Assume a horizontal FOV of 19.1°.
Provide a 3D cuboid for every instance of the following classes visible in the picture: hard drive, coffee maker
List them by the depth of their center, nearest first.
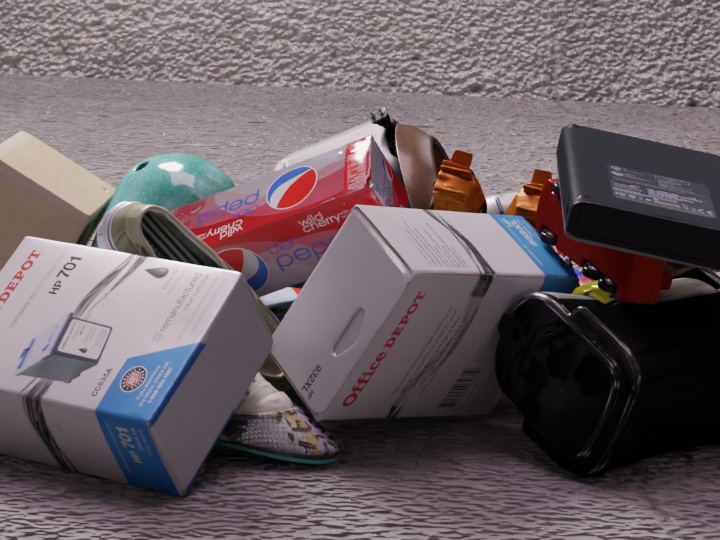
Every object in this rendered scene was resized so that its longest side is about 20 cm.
[{"bbox_3d":[0.219,-0.057,1.607,0.138,0.033,0.200,12,21,-1],"label":"hard drive"},{"bbox_3d":[0.230,0.078,1.617,0.199,0.136,0.191,-9,18,-43],"label":"coffee maker"}]

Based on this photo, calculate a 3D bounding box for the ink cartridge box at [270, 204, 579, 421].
[{"bbox_3d":[0.048,0.033,1.630,0.199,0.146,0.084,2,39,-47],"label":"ink cartridge box"}]

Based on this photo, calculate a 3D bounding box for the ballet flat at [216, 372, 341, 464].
[{"bbox_3d":[-0.110,0.099,1.591,0.198,0.073,0.072,6,12,15],"label":"ballet flat"}]

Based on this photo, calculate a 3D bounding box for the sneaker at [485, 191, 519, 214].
[{"bbox_3d":[0.154,-0.015,2.026,0.081,0.075,0.200,-19,-24,10],"label":"sneaker"}]

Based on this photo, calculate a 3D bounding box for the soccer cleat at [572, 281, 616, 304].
[{"bbox_3d":[0.183,0.031,1.756,0.198,0.084,0.065,-12,56,-21],"label":"soccer cleat"}]

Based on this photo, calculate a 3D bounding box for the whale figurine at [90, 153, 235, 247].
[{"bbox_3d":[-0.189,-0.026,1.830,0.200,0.104,0.158,-39,23,-33],"label":"whale figurine"}]

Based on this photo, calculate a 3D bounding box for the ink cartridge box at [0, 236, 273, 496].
[{"bbox_3d":[-0.186,0.065,1.543,0.198,0.086,0.147,10,51,27],"label":"ink cartridge box"}]

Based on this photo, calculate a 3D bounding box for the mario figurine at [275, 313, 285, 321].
[{"bbox_3d":[-0.072,0.050,1.730,0.198,0.107,0.123,10,-9,6],"label":"mario figurine"}]

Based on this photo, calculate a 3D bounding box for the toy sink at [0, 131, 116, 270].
[{"bbox_3d":[-0.309,-0.001,1.857,0.112,0.201,0.130,32,12,-2],"label":"toy sink"}]

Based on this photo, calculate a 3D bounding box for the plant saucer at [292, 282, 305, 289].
[{"bbox_3d":[0.000,0.000,1.775,0.198,0.028,0.200,6,-6,1],"label":"plant saucer"}]

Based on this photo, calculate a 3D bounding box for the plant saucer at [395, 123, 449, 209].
[{"bbox_3d":[0.081,-0.048,2.023,0.032,0.202,0.200,-19,8,11],"label":"plant saucer"}]

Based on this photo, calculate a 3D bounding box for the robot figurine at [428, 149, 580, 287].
[{"bbox_3d":[0.119,-0.024,1.793,0.144,0.059,0.200,15,-22,13],"label":"robot figurine"}]

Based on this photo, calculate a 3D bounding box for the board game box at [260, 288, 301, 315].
[{"bbox_3d":[-0.087,0.041,1.901,0.194,0.056,0.200,1,12,-13],"label":"board game box"}]

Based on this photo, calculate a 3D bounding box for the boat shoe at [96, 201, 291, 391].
[{"bbox_3d":[-0.117,0.025,1.615,0.200,0.072,0.062,43,-21,-22],"label":"boat shoe"}]

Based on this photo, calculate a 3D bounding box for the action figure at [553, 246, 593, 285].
[{"bbox_3d":[0.202,0.011,1.916,0.065,0.052,0.200,7,14,-1],"label":"action figure"}]

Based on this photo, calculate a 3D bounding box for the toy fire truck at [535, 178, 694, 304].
[{"bbox_3d":[0.235,-0.014,1.624,0.140,0.049,0.200,2,22,-27],"label":"toy fire truck"}]

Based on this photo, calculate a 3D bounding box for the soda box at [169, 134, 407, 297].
[{"bbox_3d":[-0.064,-0.030,1.666,0.199,0.070,0.064,-19,38,19],"label":"soda box"}]

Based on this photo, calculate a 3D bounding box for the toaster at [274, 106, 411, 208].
[{"bbox_3d":[-0.001,-0.056,2.053,0.128,0.201,0.114,-19,42,10],"label":"toaster"}]
